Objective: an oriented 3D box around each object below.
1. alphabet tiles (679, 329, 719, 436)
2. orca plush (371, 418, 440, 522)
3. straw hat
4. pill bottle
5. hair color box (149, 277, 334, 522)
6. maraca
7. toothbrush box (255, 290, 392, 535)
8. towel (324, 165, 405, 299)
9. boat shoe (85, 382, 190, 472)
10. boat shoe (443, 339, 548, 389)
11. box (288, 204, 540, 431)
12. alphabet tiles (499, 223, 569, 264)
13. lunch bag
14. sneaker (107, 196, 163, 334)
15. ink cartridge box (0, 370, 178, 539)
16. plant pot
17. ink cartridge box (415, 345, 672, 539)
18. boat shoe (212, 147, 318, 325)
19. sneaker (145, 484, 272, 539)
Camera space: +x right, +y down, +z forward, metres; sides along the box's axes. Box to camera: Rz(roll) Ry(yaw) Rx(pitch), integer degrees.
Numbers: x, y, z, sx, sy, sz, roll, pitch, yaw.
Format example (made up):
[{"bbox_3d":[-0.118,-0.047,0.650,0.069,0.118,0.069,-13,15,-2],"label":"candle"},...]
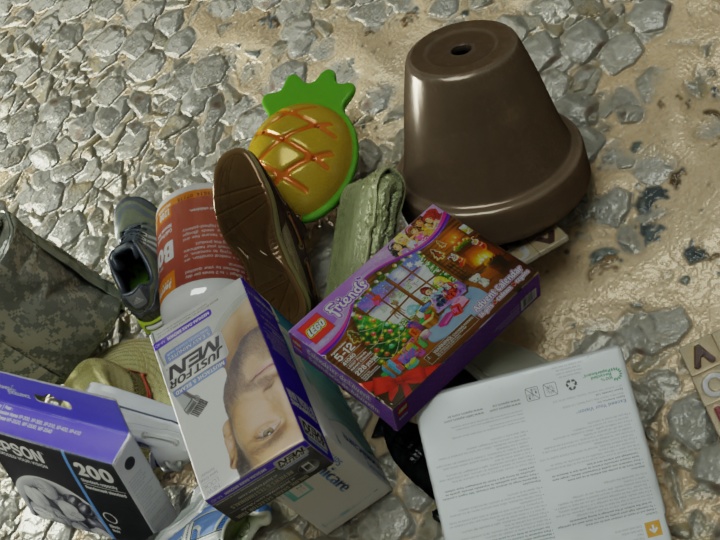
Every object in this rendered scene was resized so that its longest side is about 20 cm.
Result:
[{"bbox_3d":[0.395,0.068,1.310,0.200,0.008,0.167,-26,52,12],"label":"alphabet tiles"},{"bbox_3d":[0.078,0.168,1.390,0.105,0.071,0.200,-43,50,-1],"label":"orca plush"},{"bbox_3d":[-0.277,0.141,1.594,0.201,0.085,0.201,-14,55,21],"label":"straw hat"},{"bbox_3d":[-0.165,0.012,1.595,0.112,0.112,0.200,-21,53,16],"label":"pill bottle"},{"bbox_3d":[-0.113,0.116,1.346,0.109,0.065,0.200,-32,53,8],"label":"hair color box"},{"bbox_3d":[-0.065,-0.139,1.635,0.137,0.107,0.200,-4,62,17],"label":"maraca"},{"bbox_3d":[-0.069,0.140,1.441,0.085,0.146,0.200,-36,52,6],"label":"toothbrush box"},{"bbox_3d":[0.000,0.000,1.487,0.148,0.036,0.200,165,114,-72],"label":"towel"},{"bbox_3d":[-0.198,0.177,1.510,0.200,0.074,0.065,17,75,9],"label":"boat shoe"},{"bbox_3d":[0.111,0.103,1.421,0.200,0.060,0.074,20,32,31],"label":"boat shoe"},{"bbox_3d":[0.051,0.040,1.360,0.137,0.039,0.200,34,64,31],"label":"box"},{"bbox_3d":[0.106,-0.001,1.464,0.200,0.008,0.167,-30,25,-1],"label":"alphabet tiles"},{"bbox_3d":[-0.386,0.038,1.645,0.168,0.200,0.139,-39,42,12],"label":"lunch bag"},{"bbox_3d":[-0.253,-0.019,1.682,0.074,0.081,0.200,-30,49,8],"label":"sneaker"},{"bbox_3d":[-0.296,0.195,1.499,0.198,0.200,0.043,8,44,33],"label":"ink cartridge box"},{"bbox_3d":[0.121,-0.149,1.462,0.200,0.175,0.200,-11,37,8],"label":"plant pot"},{"bbox_3d":[0.163,0.187,1.311,0.196,0.043,0.200,-14,77,6],"label":"ink cartridge box"},{"bbox_3d":[-0.095,-0.037,1.562,0.072,0.072,0.200,-25,88,27],"label":"boat shoe"},{"bbox_3d":[-0.166,0.288,1.447,0.077,0.076,0.200,28,78,42],"label":"sneaker"}]
